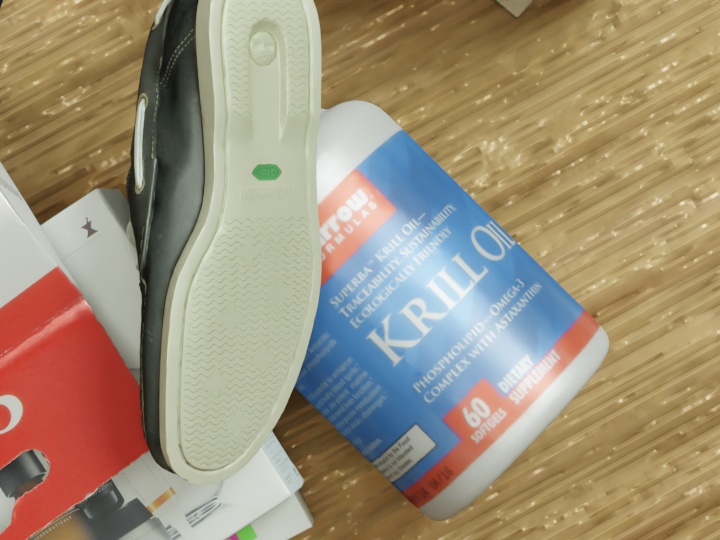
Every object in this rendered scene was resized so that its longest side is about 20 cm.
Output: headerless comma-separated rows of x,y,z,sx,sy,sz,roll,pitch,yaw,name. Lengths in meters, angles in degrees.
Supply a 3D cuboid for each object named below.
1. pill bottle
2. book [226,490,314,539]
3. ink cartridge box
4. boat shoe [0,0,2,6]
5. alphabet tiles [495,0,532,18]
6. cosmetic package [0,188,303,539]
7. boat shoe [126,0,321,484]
0.000,0.000,0.922,0.200,0.112,0.112,44,89,1,pill bottle
-0.137,0.100,0.954,0.199,0.048,0.134,-27,89,1,book
-0.195,0.027,0.864,0.161,0.050,0.200,-36,69,4,ink cartridge box
-0.210,-0.076,0.946,0.084,0.069,0.201,11,88,1,boat shoe
0.075,-0.244,0.982,0.167,0.008,0.200,42,88,2,alphabet tiles
-0.147,0.082,0.911,0.199,0.052,0.151,-33,87,5,cosmetic package
-0.059,-0.018,0.849,0.072,0.067,0.201,7,86,-41,boat shoe
